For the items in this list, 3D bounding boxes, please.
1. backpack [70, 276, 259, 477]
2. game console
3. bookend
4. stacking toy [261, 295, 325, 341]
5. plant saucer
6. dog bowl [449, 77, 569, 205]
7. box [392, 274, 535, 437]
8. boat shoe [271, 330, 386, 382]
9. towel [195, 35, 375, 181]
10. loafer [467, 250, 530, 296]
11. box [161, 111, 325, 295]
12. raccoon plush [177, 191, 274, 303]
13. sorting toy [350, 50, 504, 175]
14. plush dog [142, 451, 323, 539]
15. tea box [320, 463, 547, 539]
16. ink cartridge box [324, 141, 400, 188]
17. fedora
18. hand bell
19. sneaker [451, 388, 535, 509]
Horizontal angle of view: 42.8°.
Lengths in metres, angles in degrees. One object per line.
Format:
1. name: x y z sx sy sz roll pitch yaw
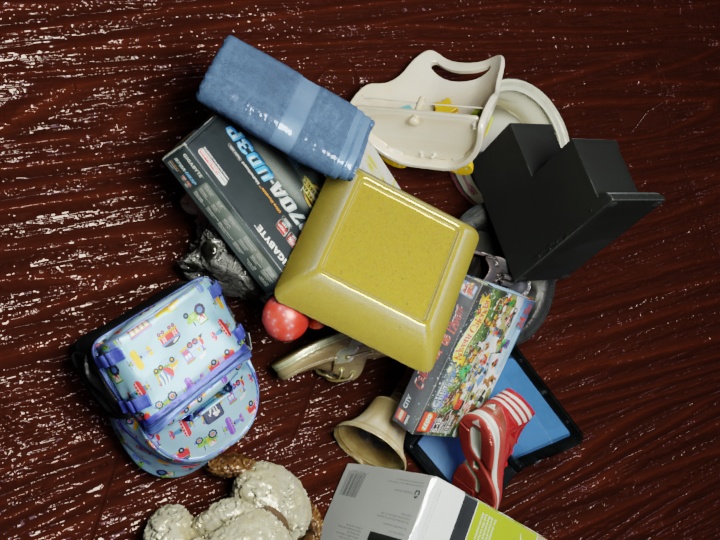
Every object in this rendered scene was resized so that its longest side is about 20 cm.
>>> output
1. backpack: -0.199 0.128 1.028 0.182 0.134 0.201 -31 101 -30
2. game console: 0.173 0.222 1.247 0.176 0.116 0.200 -47 107 -27
3. bookend: 0.251 -0.120 1.170 0.091 0.199 0.201 -3 63 -31
4. stacking toy: -0.024 0.031 1.069 0.199 0.085 0.086 -23 96 -31
5. plant saucer: 0.030 -0.016 1.042 0.199 0.048 0.201 27 62 -7
6. dog bowl: 0.210 -0.173 1.343 0.199 0.074 0.202 4 82 -31
7. box: 0.131 0.111 1.149 0.136 0.038 0.201 15 101 -51
8. boat shoe: -0.018 0.108 1.172 0.199 0.074 0.067 -19 88 -31
9. towel: -0.084 -0.177 1.038 0.199 0.049 0.112 30 44 -10
10. loafer: 0.139 0.006 1.183 0.198 0.063 0.073 14 81 -21
11. box: -0.116 -0.097 1.069 0.201 0.046 0.159 54 41 -16
12. raccoon plush: -0.135 -0.033 1.120 0.199 0.096 0.135 34 59 -33
13. sorting toy: 0.112 -0.233 1.247 0.181 0.198 0.107 -63 148 -27
14. plush dog: -0.122 0.298 1.060 0.200 0.160 0.172 46 41 -17
15. tea box: 0.082 0.342 1.130 0.196 0.199 0.134 34 69 -24
16. ink cartridge box: -0.018 -0.143 1.172 0.201 0.048 0.146 56 17 -14
17. fedora: 0.177 0.007 1.285 0.199 0.091 0.203 2 86 -23
18. hand bell: 0.056 0.156 1.210 0.104 0.104 0.201 45 56 -18
19. sneaker: 0.185 0.240 1.205 0.115 0.078 0.201 -31 140 -33
